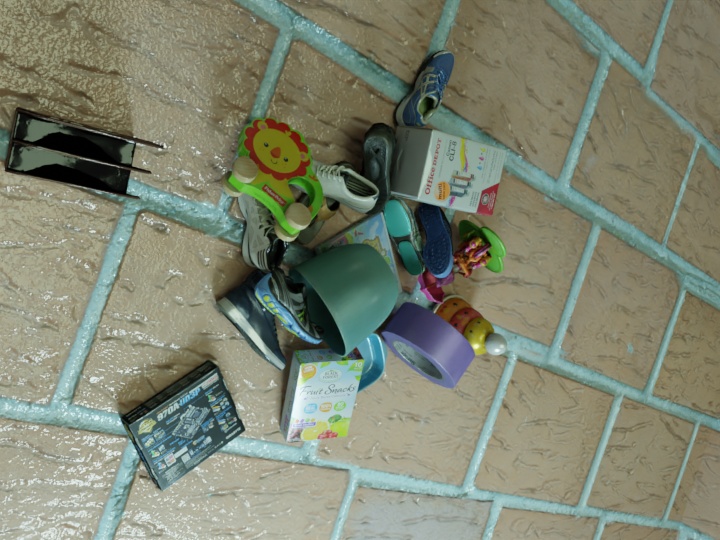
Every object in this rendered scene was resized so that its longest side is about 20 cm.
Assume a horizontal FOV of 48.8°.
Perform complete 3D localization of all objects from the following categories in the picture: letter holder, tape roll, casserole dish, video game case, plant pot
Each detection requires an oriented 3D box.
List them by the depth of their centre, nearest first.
[{"bbox_3d":[-0.424,-0.175,1.232,0.198,0.141,0.102,10,95,-40],"label":"letter holder"},{"bbox_3d":[-0.021,0.042,1.563,0.160,0.200,0.202,-31,120,-17],"label":"plant pot"},{"bbox_3d":[0.000,0.000,1.703,0.181,0.022,0.202,-31,119,-30],"label":"video game case"},{"bbox_3d":[-0.027,0.210,1.725,0.199,0.039,0.123,-27,117,-32],"label":"casserole dish"},{"bbox_3d":[0.148,0.165,1.750,0.085,0.199,0.200,-53,128,-16],"label":"tape roll"}]

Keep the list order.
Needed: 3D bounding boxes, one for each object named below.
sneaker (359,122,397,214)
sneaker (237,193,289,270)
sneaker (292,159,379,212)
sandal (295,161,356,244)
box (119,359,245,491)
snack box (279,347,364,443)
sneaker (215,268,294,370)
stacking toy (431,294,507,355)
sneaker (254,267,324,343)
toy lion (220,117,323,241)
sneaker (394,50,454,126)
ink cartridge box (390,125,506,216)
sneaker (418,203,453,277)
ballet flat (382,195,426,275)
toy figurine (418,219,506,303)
[{"bbox_3d":[0.035,-0.216,1.638,0.115,0.075,0.201,-71,168,-50],"label":"sneaker"},{"bbox_3d":[-0.170,-0.097,1.478,0.075,0.115,0.203,-12,109,-36],"label":"sneaker"},{"bbox_3d":[-0.053,-0.180,1.539,0.198,0.071,0.074,19,60,-14],"label":"sneaker"},{"bbox_3d":[-0.066,-0.137,1.592,0.200,0.054,0.082,-48,126,-19],"label":"sandal"},{"bbox_3d":[-0.329,0.290,1.493,0.199,0.046,0.161,-34,120,-28],"label":"box"},{"bbox_3d":[-0.081,0.256,1.629,0.140,0.053,0.202,-2,120,-26],"label":"snack box"},{"bbox_3d":[-0.170,0.088,1.551,0.146,0.077,0.203,-45,124,-18],"label":"sneaker"},{"bbox_3d":[0.264,0.146,1.840,0.145,0.199,0.148,-11,108,-37],"label":"stacking toy"},{"bbox_3d":[-0.119,0.069,1.496,0.083,0.070,0.200,-51,132,-16],"label":"sneaker"},{"bbox_3d":[-0.147,-0.181,1.451,0.200,0.069,0.192,41,50,-8],"label":"toy lion"},{"bbox_3d":[0.153,-0.381,1.693,0.076,0.077,0.202,37,78,-38],"label":"sneaker"},{"bbox_3d":[0.174,-0.208,1.659,0.198,0.144,0.147,9,97,-30],"label":"ink cartridge box"},{"bbox_3d":[0.176,-0.060,1.745,0.078,0.069,0.202,45,32,-48],"label":"sneaker"},{"bbox_3d":[0.100,-0.086,1.743,0.074,0.074,0.202,-34,123,-27],"label":"ballet flat"},{"bbox_3d":[0.217,-0.003,1.790,0.184,0.200,0.151,-39,94,-12],"label":"toy figurine"}]
